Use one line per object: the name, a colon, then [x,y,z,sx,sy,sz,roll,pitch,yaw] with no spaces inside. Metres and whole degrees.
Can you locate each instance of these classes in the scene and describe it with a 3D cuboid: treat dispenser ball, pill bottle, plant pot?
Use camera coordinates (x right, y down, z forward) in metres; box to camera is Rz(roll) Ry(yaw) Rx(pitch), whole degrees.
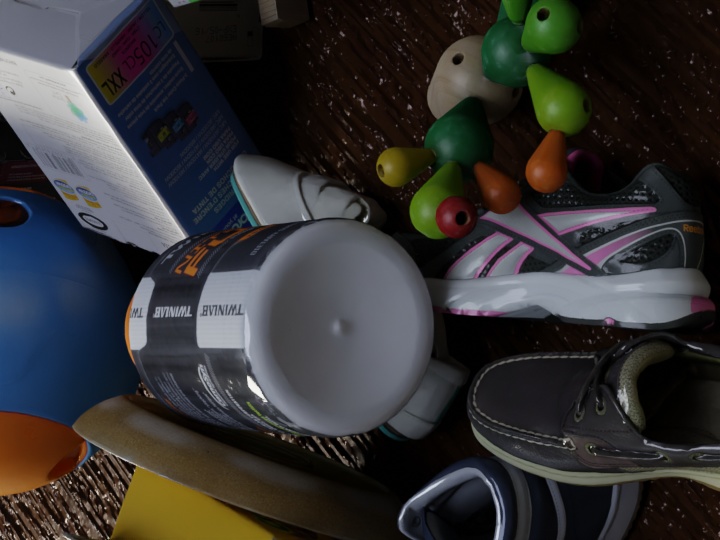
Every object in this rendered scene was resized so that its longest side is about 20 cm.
treat dispenser ball: [-0.239,0.045,1.326,0.200,0.200,0.202,9,102,51]
pill bottle: [-0.054,0.030,1.058,0.200,0.106,0.107,-4,92,61]
plant pot: [-0.060,0.106,1.124,0.200,0.199,0.028,20,90,49]

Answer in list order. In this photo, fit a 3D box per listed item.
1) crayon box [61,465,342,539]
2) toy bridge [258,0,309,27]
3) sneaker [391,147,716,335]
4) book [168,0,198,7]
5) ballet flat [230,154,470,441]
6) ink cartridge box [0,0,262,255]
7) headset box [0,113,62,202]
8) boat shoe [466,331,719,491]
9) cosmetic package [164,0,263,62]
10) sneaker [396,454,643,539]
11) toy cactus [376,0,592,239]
crayon box: [-0.041,0.155,1.091,0.125,0.199,0.052,21,91,48]
toy bridge: [0.008,-0.190,1.123,0.200,0.027,0.068,-15,81,51]
sneaker: [0.095,-0.017,1.012,0.199,0.080,0.087,4,87,43]
book: [-0.011,-0.205,1.059,0.199,0.048,0.134,-7,45,47]
ballet flat: [0.000,0.000,1.140,0.201,0.069,0.070,58,135,23]
ink cartridge box: [-0.136,-0.081,1.209,0.136,0.076,0.200,19,149,45]
headset box: [-0.293,-0.040,1.425,0.075,0.148,0.201,54,134,32]
boat shoe: [0.133,0.058,0.930,0.199,0.065,0.073,3,55,32]
cosmetic package: [-0.145,-0.188,1.282,0.199,0.073,0.104,11,104,49]
sneaker: [0.064,0.169,1.034,0.070,0.108,0.201,41,125,41]
toy cactus: [0.060,-0.101,1.002,0.165,0.102,0.201,151,136,-74]
